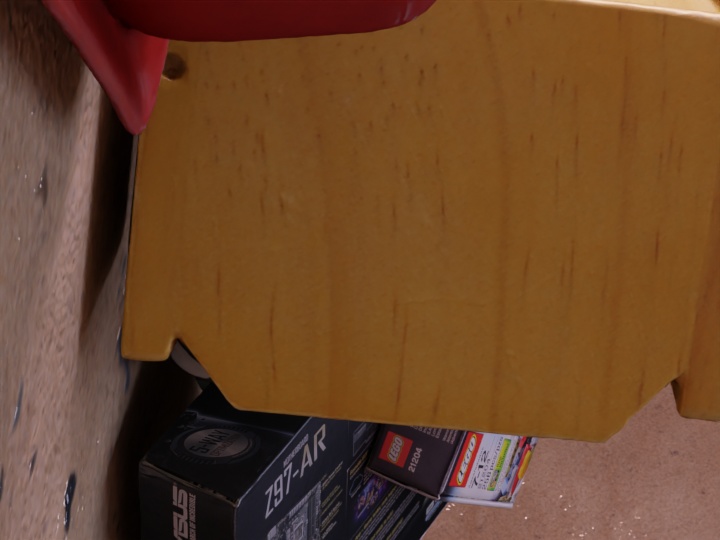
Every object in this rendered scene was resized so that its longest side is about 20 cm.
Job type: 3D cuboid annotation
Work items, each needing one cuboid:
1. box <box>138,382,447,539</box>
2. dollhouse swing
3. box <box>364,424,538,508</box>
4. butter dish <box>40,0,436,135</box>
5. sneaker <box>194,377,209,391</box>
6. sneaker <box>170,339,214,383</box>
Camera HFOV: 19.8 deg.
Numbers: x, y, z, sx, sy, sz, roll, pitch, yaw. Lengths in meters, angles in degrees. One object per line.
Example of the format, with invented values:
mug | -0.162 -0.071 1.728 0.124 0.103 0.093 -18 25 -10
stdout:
box | -0.015 0.082 0.837 0.200 0.043 0.161 -48 151 -42
dollhouse swing | 0.022 -0.056 0.726 0.176 0.198 0.184 -119 -145 -77
box | 0.069 -0.003 0.853 0.202 0.034 0.110 -70 159 1
butter dish | -0.001 -0.141 0.516 0.199 0.146 0.202 80 17 -81
sneaker | -0.029 -0.005 0.915 0.119 0.073 0.201 83 23 -49
sneaker | -0.042 -0.038 0.789 0.201 0.074 0.085 -93 180 -52
